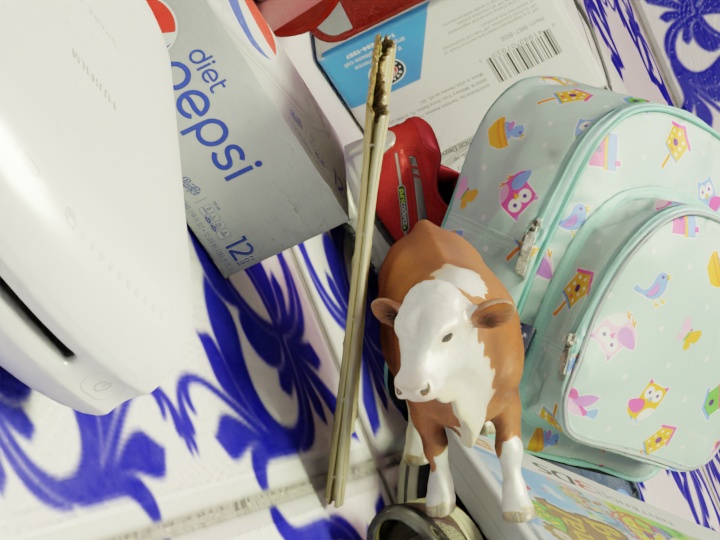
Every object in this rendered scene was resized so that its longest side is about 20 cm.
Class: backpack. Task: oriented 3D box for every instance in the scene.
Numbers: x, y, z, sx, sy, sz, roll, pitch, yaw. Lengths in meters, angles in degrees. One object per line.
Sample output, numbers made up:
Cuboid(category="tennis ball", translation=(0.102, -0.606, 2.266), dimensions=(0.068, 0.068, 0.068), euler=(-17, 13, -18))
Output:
Cuboid(category="backpack", translation=(0.124, 0.003, 1.295), dimensions=(0.175, 0.153, 0.201), euler=(18, 86, -44))

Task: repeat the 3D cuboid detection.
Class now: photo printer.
Cuboid(category="photo printer", translation=(-0.122, -0.059, 0.853), dimensions=(0.167, 0.069, 0.201), euler=(54, 18, -40))

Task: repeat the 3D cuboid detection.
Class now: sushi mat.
Cuboid(category="sushi mat", translation=(0.000, 0.000, 1.113), dimensions=(0.096, 0.012, 0.201), euler=(-81, 178, -62))

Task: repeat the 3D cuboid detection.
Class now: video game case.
Cuboid(category="video game case", translation=(0.137, 0.148, 1.165), dimensions=(0.181, 0.022, 0.200), euler=(23, 13, -23))

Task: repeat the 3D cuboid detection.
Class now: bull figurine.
Cuboid(category="bull figurine", translation=(0.041, 0.042, 1.111), dimensions=(0.200, 0.065, 0.122), euler=(-89, 173, -74))

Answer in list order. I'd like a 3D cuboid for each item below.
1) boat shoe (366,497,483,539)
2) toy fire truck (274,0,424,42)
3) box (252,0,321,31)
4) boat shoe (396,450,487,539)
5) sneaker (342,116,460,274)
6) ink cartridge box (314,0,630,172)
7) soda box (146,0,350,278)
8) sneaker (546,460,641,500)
Cuboid(category="boat shoe", translation=(0.051, 0.195, 1.101), dimensions=(0.201, 0.073, 0.065), euler=(61, 17, 17))
Cuboid(category="toy fire truck", translation=(-0.009, -0.230, 1.341), dimensions=(0.201, 0.167, 0.112), euler=(64, 14, -11))
Cuboid(category="box", translation=(-0.040, -0.198, 1.163), dimensions=(0.128, 0.109, 0.200), euler=(56, -3, 0))
Cuboid(category="boat shoe", translation=(0.067, 0.167, 1.204), dimensions=(0.075, 0.062, 0.201), euler=(44, 25, -52))
Cuboid(category="sneaker", translation=(0.054, -0.010, 1.369), dimensions=(0.200, 0.085, 0.077), euler=(52, 10, -46))
Cuboid(category="ink cartridge box", translation=(0.077, -0.115, 1.522), dimensions=(0.200, 0.144, 0.085), euler=(55, 17, -39))
Cuboid(category="soda box", translation=(-0.078, -0.096, 1.079), dimensions=(0.200, 0.068, 0.064), euler=(56, 17, -33))
Cuboid(category="sneaker", translation=(0.153, 0.168, 1.474), dimensions=(0.200, 0.080, 0.147), euler=(54, 22, -23))
